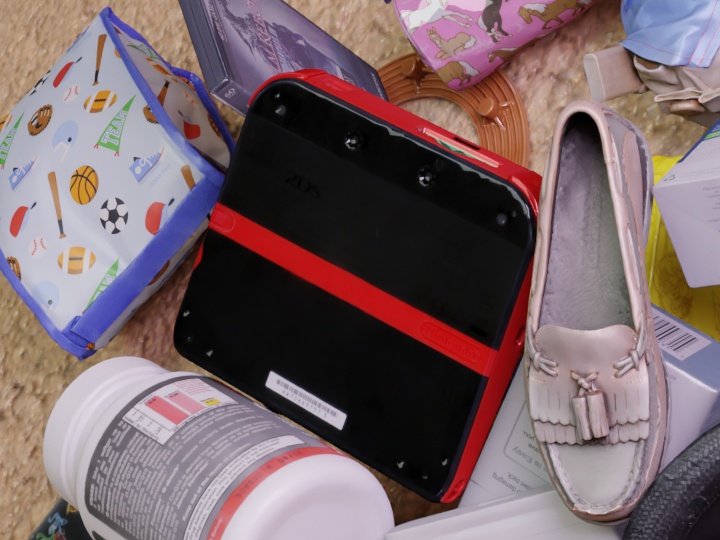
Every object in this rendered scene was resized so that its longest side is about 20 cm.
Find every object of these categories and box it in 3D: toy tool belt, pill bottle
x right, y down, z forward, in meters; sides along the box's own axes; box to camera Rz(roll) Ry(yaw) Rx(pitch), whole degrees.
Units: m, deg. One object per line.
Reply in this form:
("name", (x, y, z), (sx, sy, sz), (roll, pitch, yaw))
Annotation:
("toy tool belt", (0.186, -0.179, 1.193), (0.125, 0.123, 0.201), (0, 80, 61))
("pill bottle", (-0.083, 0.123, 1.180), (0.200, 0.116, 0.116), (26, 87, 47))

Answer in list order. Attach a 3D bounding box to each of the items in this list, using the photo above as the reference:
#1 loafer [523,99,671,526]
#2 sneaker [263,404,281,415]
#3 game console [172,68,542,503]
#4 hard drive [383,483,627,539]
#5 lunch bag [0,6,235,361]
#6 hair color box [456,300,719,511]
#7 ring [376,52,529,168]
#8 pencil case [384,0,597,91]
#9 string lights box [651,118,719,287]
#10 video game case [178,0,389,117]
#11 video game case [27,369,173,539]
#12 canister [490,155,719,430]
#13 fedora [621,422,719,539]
("loafer", (0.106, 0.018, 1.023), (0.072, 0.063, 0.201), (-4, 78, 18))
("sneaker", (0.000, 0.000, 1.208), (0.200, 0.079, 0.076), (-46, 46, 18))
("game console", (0.001, 0.003, 1.143), (0.200, 0.031, 0.177), (28, 108, 29))
("hard drive", (0.101, 0.210, 1.087), (0.132, 0.027, 0.201), (-19, 91, 34))
("lunch bag", (-0.168, -0.052, 1.491), (0.170, 0.124, 0.200), (-48, 37, 12))
("hair color box", (0.113, 0.114, 1.109), (0.099, 0.061, 0.201), (32, 115, 22))
("ring", (0.023, -0.055, 1.388), (0.200, 0.019, 0.201), (-20, 57, 34))
("pencil case", (0.115, -0.193, 1.323), (0.200, 0.083, 0.087), (-32, 82, 21))
("string lights box", (0.239, -0.069, 1.081), (0.103, 0.059, 0.200), (-7, 23, 41))
("video game case", (-0.037, -0.115, 1.315), (0.019, 0.200, 0.143), (-37, 48, 19))
("video game case", (-0.136, 0.189, 1.403), (0.182, 0.023, 0.200), (-51, 45, 9))
("canister", (0.103, 0.019, 1.220), (0.199, 0.086, 0.149), (-6, 67, 40))
("fedora", (0.219, 0.124, 1.035), (0.201, 0.200, 0.092), (-45, 14, 16))
